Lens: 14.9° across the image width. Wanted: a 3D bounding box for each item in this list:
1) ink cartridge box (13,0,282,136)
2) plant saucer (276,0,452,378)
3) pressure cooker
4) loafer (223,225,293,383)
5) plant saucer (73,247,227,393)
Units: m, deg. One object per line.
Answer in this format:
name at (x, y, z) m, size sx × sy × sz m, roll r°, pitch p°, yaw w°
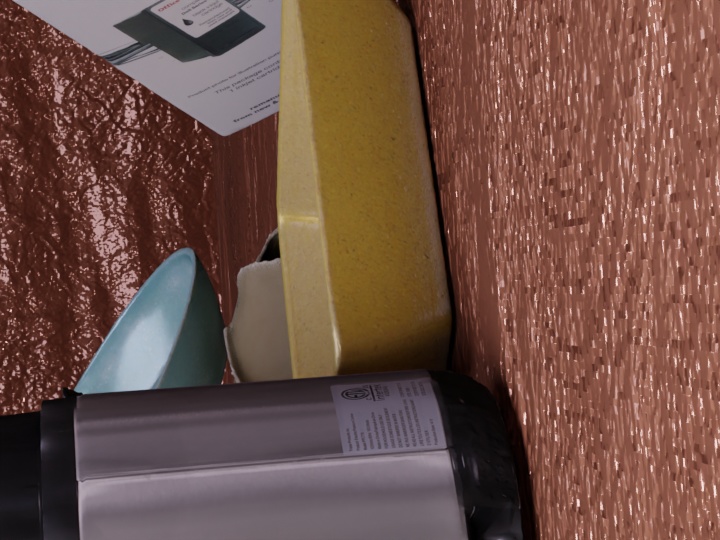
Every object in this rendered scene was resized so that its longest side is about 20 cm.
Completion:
ink cartridge box at (-0.087, -0.158, 1.138) m, size 0.200 × 0.083 × 0.147 m, roll 33°, pitch -146°, yaw -64°
plant saucer at (0.000, 0.000, 1.062) m, size 0.200 × 0.048 × 0.201 m, roll 93°, pitch 172°, yaw -56°
pressure cooker at (-0.050, 0.119, 0.859) m, size 0.176 × 0.199 × 0.179 m, roll 112°, pitch 154°, yaw -77°
loafer at (-0.028, 0.029, 1.234) m, size 0.200 × 0.075 × 0.069 m, roll -108°, pitch 9°, yaw -72°
plant saucer at (-0.111, 0.085, 1.267) m, size 0.200 × 0.036 × 0.200 m, roll -56°, pitch 14°, yaw 22°
